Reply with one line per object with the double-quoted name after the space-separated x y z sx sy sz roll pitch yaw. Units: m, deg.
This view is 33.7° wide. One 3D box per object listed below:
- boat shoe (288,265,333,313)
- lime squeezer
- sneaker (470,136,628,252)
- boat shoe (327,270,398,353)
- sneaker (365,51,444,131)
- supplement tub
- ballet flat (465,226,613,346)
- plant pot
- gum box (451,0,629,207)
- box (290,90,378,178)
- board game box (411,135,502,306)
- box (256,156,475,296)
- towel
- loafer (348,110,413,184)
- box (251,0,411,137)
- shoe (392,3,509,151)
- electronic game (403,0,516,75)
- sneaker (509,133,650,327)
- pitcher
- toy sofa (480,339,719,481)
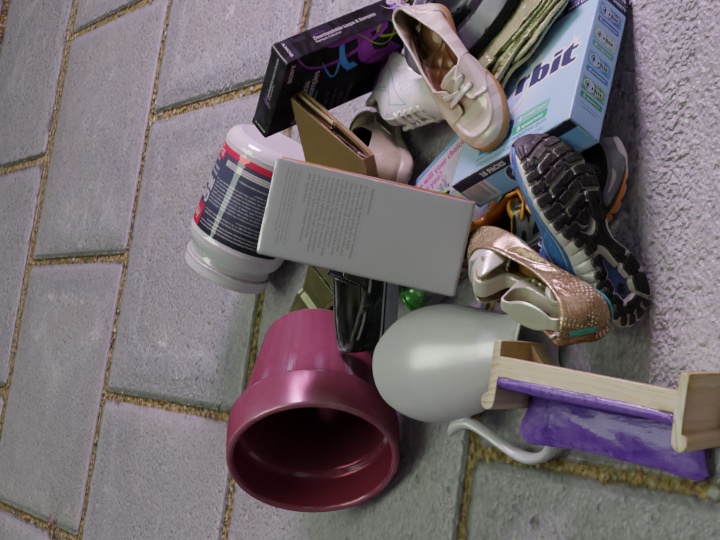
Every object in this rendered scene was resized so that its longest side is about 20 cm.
-0.024 0.015 1.439 0.075 0.068 0.200 59 142 17 "boat shoe"
0.071 0.013 1.317 0.070 0.038 0.202 -2 95 11 "lime squeezer"
0.187 -0.064 1.189 0.200 0.077 0.079 -45 44 36 "sneaker"
0.000 0.000 1.299 0.072 0.071 0.201 16 117 52 "boat shoe"
0.072 -0.196 1.394 0.080 0.070 0.200 -54 30 1 "sneaker"
-0.149 -0.085 1.623 0.140 0.140 0.201 46 117 51 "supplement tub"
0.144 0.012 1.095 0.200 0.065 0.071 30 132 50 "ballet flat"
-0.054 0.152 1.382 0.200 0.199 0.180 -48 27 35 "plant pot"
0.183 -0.180 1.200 0.170 0.044 0.201 -29 35 48 "gum box"
-0.017 -0.093 1.399 0.163 0.021 0.201 44 155 42 "box"
0.109 -0.069 1.339 0.200 0.034 0.135 -46 45 37 "board game box"
0.004 -0.047 1.201 0.124 0.199 0.098 -114 37 -84 "box"
0.153 -0.264 1.273 0.149 0.036 0.200 -50 23 15 "towel"
0.012 -0.153 1.454 0.076 0.068 0.200 -64 22 17 "loafer"
-0.032 -0.246 1.430 0.036 0.199 0.143 53 151 18 "box"
0.087 -0.198 1.201 0.070 0.053 0.201 -50 49 33 "shoe"
0.115 -0.302 1.299 0.200 0.041 0.201 -39 36 37 "electronic game"
0.188 -0.032 1.114 0.089 0.078 0.201 -16 103 60 "sneaker"
0.114 0.115 1.211 0.199 0.121 0.173 -13 77 40 "pitcher"
0.210 0.122 1.039 0.199 0.083 0.098 9 91 39 "toy sofa"
